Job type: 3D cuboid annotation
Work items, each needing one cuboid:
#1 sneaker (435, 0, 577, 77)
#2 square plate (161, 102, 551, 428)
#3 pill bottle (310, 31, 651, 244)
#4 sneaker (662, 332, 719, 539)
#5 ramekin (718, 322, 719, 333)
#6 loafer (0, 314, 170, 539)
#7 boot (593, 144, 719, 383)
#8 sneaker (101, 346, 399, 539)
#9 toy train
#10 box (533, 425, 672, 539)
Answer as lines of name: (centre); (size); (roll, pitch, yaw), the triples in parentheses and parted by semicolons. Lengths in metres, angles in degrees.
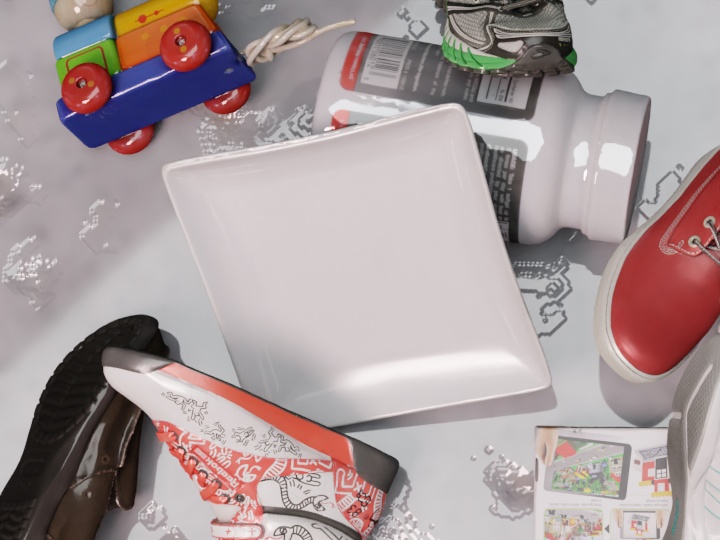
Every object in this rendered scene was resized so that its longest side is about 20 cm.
sneaker: (0.084, -0.180, 1.664); (0.078, 0.200, 0.085); (-1, 121, -14)
square plate: (0.000, 0.000, 1.664); (0.198, 0.028, 0.200); (-11, 114, 18)
pill bottle: (0.075, -0.079, 1.688); (0.200, 0.116, 0.116); (11, 80, 8)
sneaker: (0.224, 0.131, 1.604); (0.080, 0.070, 0.200); (1, 108, -6)
ramekin: (0.315, -0.008, 1.610); (0.098, 0.200, 0.200); (40, 86, 2)
loafer: (-0.173, 0.121, 1.708); (0.071, 0.073, 0.200); (37, 74, -31)
boot: (0.225, -0.025, 1.612); (0.072, 0.144, 0.200); (42, 59, -9)
sneaker: (-0.083, 0.128, 1.665); (0.201, 0.067, 0.108); (25, 85, -15)
toy train: (-0.106, -0.166, 1.736); (0.200, 0.085, 0.116); (-22, 64, 11)
box: (0.207, 0.152, 1.670); (0.200, 0.035, 0.110); (0, 79, 6)
